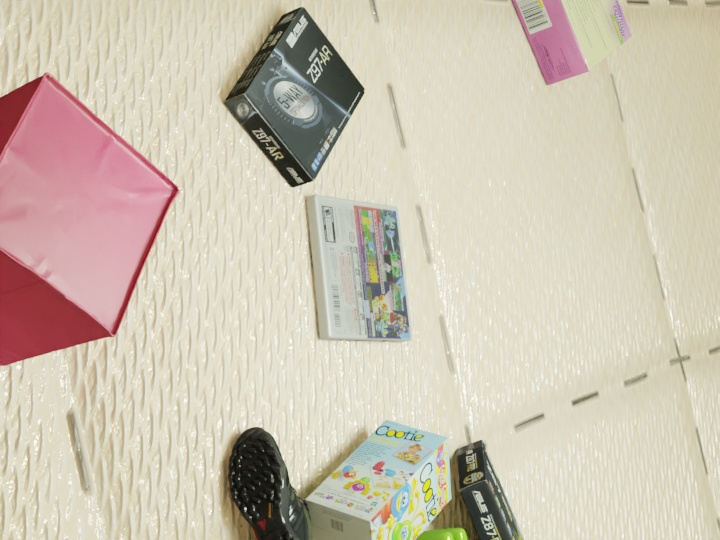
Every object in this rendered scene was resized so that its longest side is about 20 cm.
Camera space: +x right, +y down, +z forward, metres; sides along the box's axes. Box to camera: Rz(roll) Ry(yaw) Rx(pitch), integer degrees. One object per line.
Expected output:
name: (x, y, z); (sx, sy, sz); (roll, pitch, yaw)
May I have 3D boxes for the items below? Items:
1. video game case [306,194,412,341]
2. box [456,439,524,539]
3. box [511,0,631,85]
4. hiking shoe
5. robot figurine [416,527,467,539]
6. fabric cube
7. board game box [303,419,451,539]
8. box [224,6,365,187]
video game case: (0.000, 0.000, 1.848); (0.181, 0.023, 0.202); (5, 75, -48)
box: (0.197, 0.369, 1.894); (0.161, 0.049, 0.201); (-81, 148, -78)
box: (0.384, -0.461, 2.357); (0.200, 0.096, 0.177); (-40, 109, -46)
hiking shoe: (-0.108, 0.296, 1.616); (0.101, 0.075, 0.202); (48, 24, -73)
robot figurine: (0.117, 0.459, 1.781); (0.175, 0.115, 0.202); (8, 73, -62)
fabric cube: (-0.343, -0.046, 1.335); (0.200, 0.198, 0.197); (43, 49, -32)
board game box: (0.027, 0.301, 1.711); (0.200, 0.104, 0.104); (-38, 131, -46)
box: (-0.087, -0.241, 1.798); (0.161, 0.043, 0.201); (51, 47, -27)
